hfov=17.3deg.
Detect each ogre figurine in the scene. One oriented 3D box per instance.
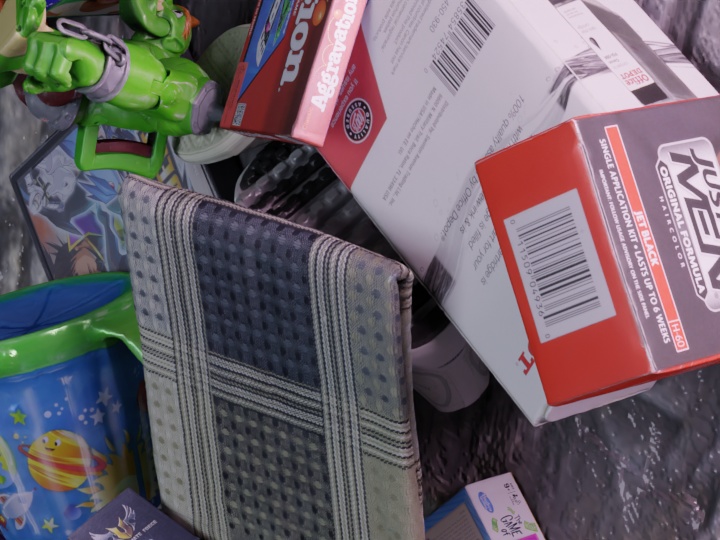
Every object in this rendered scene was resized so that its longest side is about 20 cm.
[{"bbox_3d":[-0.148,-0.106,1.239,0.200,0.120,0.098,-17,60,55],"label":"ogre figurine"}]

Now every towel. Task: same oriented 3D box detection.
[{"bbox_3d":[-0.038,0.063,1.163,0.193,0.035,0.200,18,122,40],"label":"towel"}]

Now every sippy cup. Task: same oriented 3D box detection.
[{"bbox_3d":[-0.170,0.083,1.335,0.178,0.140,0.130,-157,50,-71],"label":"sippy cup"}]

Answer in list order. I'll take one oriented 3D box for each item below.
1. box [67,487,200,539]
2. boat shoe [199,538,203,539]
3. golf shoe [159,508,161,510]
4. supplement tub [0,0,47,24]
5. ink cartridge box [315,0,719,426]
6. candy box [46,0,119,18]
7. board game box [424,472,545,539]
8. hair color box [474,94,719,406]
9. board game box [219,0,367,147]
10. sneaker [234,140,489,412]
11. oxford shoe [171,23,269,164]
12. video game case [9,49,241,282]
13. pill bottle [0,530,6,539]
[{"bbox_3d":[-0.080,0.229,1.268,0.158,0.051,0.200,32,143,28],"label":"box"},{"bbox_3d":[-0.059,0.147,1.291,0.060,0.074,0.200,61,140,36],"label":"boat shoe"},{"bbox_3d":[-0.147,0.235,1.409,0.077,0.088,0.200,31,122,38],"label":"golf shoe"},{"bbox_3d":[-0.265,-0.214,1.403,0.123,0.123,0.200,-37,71,46],"label":"supplement tub"},{"bbox_3d":[0.081,-0.053,1.086,0.200,0.083,0.147,53,133,26],"label":"ink cartridge box"},{"bbox_3d":[-0.119,-0.247,1.267,0.200,0.077,0.169,-24,81,49],"label":"candy box"},{"bbox_3d":[0.041,0.209,1.232,0.200,0.034,0.135,-43,67,44],"label":"board game box"},{"bbox_3d":[0.146,-0.017,0.934,0.061,0.200,0.102,-23,82,48],"label":"hair color box"},{"bbox_3d":[-0.015,-0.159,1.135,0.103,0.019,0.200,15,87,66],"label":"board game box"},{"bbox_3d":[0.000,0.000,1.202,0.200,0.075,0.081,52,178,44],"label":"sneaker"},{"bbox_3d":[-0.035,-0.098,1.223,0.200,0.058,0.075,-26,55,50],"label":"oxford shoe"},{"bbox_3d":[-0.120,-0.006,1.365,0.181,0.025,0.200,-36,73,46],"label":"video game case"},{"bbox_3d":[-0.258,0.223,1.442,0.111,0.200,0.111,14,109,45],"label":"pill bottle"}]
